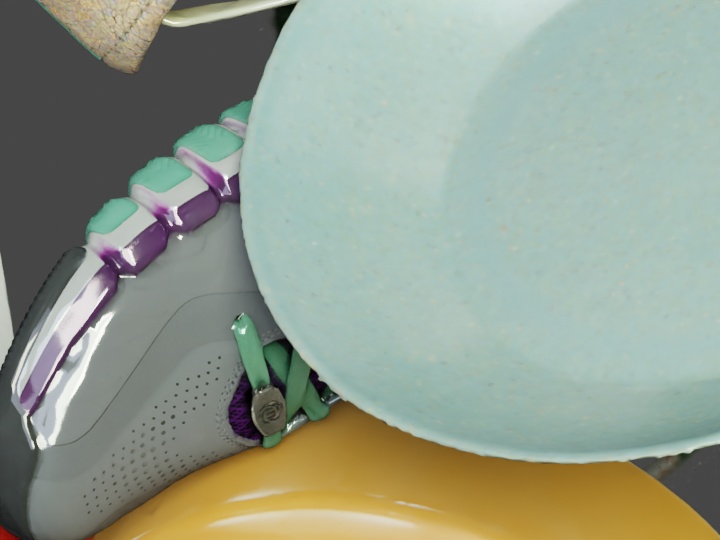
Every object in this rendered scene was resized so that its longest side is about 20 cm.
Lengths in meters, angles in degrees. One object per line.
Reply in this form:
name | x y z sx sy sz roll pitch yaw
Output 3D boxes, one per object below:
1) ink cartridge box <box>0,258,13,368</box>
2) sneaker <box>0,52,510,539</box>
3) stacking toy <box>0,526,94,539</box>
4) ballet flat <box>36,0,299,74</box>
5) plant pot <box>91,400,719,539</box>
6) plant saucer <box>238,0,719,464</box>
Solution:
ink cartridge box | -0.208 0.032 0.737 0.145 0.200 0.084 -20 75 36
sneaker | 0.000 0.000 0.681 0.088 0.074 0.200 29 60 27
stacking toy | -0.054 0.042 0.796 0.200 0.085 0.085 -43 76 5
ballet flat | 0.004 -0.115 0.751 0.200 0.068 0.067 -30 96 9
plant pot | -0.005 0.157 0.670 0.200 0.183 0.200 8 119 14
plant saucer | 0.072 -0.034 0.631 0.201 0.039 0.201 -14 50 18
